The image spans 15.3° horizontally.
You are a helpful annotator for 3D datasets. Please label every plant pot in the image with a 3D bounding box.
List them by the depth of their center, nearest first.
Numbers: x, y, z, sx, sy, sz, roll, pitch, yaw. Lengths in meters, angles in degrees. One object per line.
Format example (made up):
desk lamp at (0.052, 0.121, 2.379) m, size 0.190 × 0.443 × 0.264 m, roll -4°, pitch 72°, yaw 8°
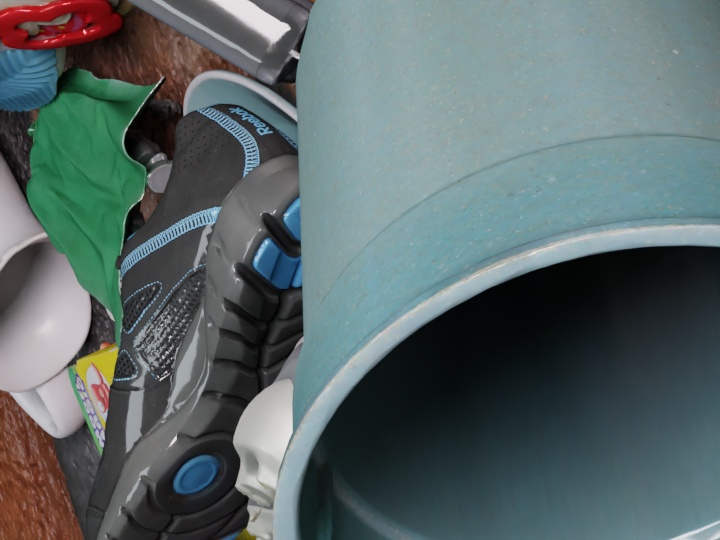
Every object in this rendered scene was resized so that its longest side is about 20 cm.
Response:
plant pot at (0.063, -0.005, 0.808) m, size 0.197 × 0.199 × 0.201 m, roll -100°, pitch 16°, yaw -45°

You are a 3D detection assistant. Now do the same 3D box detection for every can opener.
can opener at (-0.028, -0.099, 1.007) m, size 0.199 × 0.053 × 0.067 m, roll 26°, pitch 97°, yaw 9°

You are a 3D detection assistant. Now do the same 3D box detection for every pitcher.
pitcher at (-0.222, -0.006, 1.400) m, size 0.200 × 0.121 × 0.172 m, roll 35°, pitch 151°, yaw 30°

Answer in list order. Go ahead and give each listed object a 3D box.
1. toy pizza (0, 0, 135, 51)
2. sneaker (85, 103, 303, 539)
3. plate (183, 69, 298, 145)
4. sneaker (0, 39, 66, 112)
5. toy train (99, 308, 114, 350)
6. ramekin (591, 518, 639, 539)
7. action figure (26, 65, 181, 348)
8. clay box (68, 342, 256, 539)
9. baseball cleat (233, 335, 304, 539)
toy pizza at (-0.173, -0.123, 1.109) m, size 0.200 × 0.199 × 0.032 m, roll 141°, pitch 128°, yaw -59°
sneaker at (-0.061, 0.031, 1.033) m, size 0.082 × 0.073 × 0.201 m, roll 47°, pitch 124°, yaw 38°
plate at (0.000, 0.000, 1.065) m, size 0.200 × 0.026 × 0.200 m, roll 47°, pitch 162°, yaw 21°
sneaker at (-0.197, -0.127, 1.294) m, size 0.200 × 0.076 × 0.081 m, roll 19°, pitch 87°, yaw 57°
toy train at (-0.097, 0.093, 1.292) m, size 0.150 × 0.055 × 0.201 m, roll -4°, pitch 104°, yaw 59°
ramekin at (0.098, 0.158, 0.929) m, size 0.199 × 0.097 × 0.201 m, roll 18°, pitch 117°, yaw 41°
action figure at (-0.117, -0.048, 1.226) m, size 0.200 × 0.054 × 0.119 m, roll -143°, pitch 65°, yaw -64°
clay box at (-0.059, 0.076, 1.156) m, size 0.200 × 0.047 × 0.116 m, roll -16°, pitch 97°, yaw 65°
baseball cleat at (0.003, 0.062, 0.969) m, size 0.069 × 0.107 × 0.200 m, roll 30°, pitch 167°, yaw 8°
